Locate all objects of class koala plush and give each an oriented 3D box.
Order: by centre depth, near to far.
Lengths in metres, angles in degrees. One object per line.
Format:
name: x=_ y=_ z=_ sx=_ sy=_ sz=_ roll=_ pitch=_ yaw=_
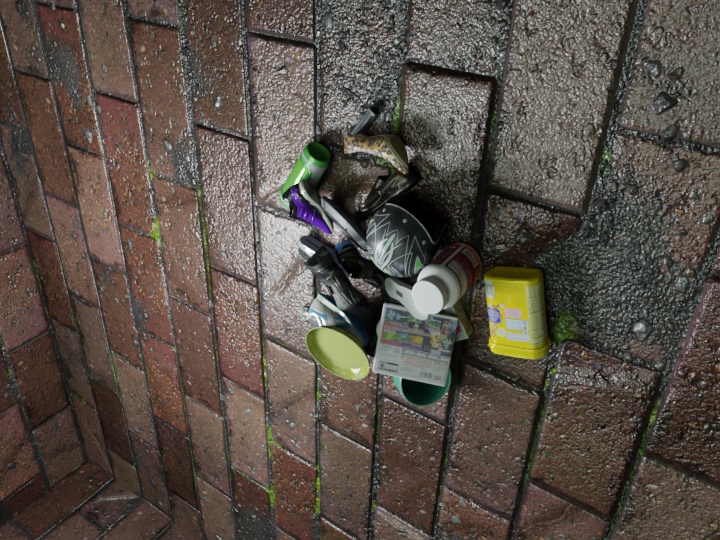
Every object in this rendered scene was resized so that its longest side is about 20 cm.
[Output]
koala plush: x=-0.074 y=0.147 z=1.827 sx=0.198 sy=0.177 sz=0.186 roll=34 pitch=119 yaw=18

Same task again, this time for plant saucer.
plant saucer: x=-0.058 y=0.217 z=1.686 sx=0.197 sy=0.031 sz=0.202 roll=21 pitch=140 yaw=18

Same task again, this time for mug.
mug: x=0.162 y=0.264 z=1.713 sx=0.114 sy=0.149 sz=0.189 roll=-134 pitch=40 yaw=-69

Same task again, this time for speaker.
speaker: x=-0.155 y=-0.256 z=1.709 sx=0.089 sy=0.088 sz=0.200 roll=46 pitch=133 yaw=7

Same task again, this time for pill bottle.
pill bottle: x=0.207 y=0.021 z=1.503 sx=0.111 sy=0.199 sz=0.115 roll=18 pitch=125 yaw=29

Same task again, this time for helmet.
helmet: x=0.105 y=-0.081 z=1.531 sx=0.197 sy=0.190 sz=0.204 roll=19 pitch=125 yaw=28

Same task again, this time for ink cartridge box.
ink cartridge box: x=0.189 y=0.105 z=1.674 sx=0.172 sy=0.043 sz=0.203 roll=-21 pitch=100 yaw=41

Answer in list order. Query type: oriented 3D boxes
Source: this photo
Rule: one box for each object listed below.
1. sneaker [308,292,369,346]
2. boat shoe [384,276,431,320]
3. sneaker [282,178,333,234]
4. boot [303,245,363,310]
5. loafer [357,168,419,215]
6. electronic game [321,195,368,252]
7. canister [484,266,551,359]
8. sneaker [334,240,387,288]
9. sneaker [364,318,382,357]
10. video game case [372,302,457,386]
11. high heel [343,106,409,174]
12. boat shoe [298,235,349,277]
sneaker: x=-0.058 y=0.149 z=1.705 sx=0.199 sy=0.076 sz=0.081 roll=39 pitch=100 yaw=23
boat shoe: x=0.136 y=0.059 z=1.592 sx=0.200 sy=0.063 sz=0.072 roll=40 pitch=140 yaw=52
sneaker: x=-0.148 y=-0.164 z=1.706 sx=0.098 sy=0.070 sz=0.201 roll=-22 pitch=137 yaw=15
boot: x=-0.076 y=0.023 z=1.691 sx=0.159 sy=0.079 sz=0.211 roll=51 pitch=179 yaw=-16
loafer: x=0.063 y=-0.209 z=1.583 sx=0.198 sy=0.073 sz=0.072 roll=-31 pitch=90 yaw=34
electronic game: x=-0.032 y=-0.122 z=1.644 sx=0.042 sy=0.200 sz=0.200 roll=-43 pitch=83 yaw=-1
canister: x=0.376 y=0.099 z=1.496 sx=0.146 sy=0.086 sz=0.204 roll=5 pitch=116 yaw=35
sneaker: x=0.000 y=0.000 z=1.693 sx=0.070 sy=0.084 sz=0.199 roll=-28 pitch=134 yaw=28
sneaker: x=0.045 y=0.193 z=1.730 sx=0.113 sy=0.075 sz=0.202 roll=28 pitch=147 yaw=33
video game case: x=0.142 y=0.193 z=1.619 sx=0.196 sy=0.023 sz=0.186 roll=11 pitch=97 yaw=6
high heel: x=0.038 y=-0.285 z=1.545 sx=0.143 sy=0.071 sz=0.202 roll=-46 pitch=67 yaw=37
boat shoe: x=-0.106 y=-0.026 z=1.821 sx=0.199 sy=0.072 sz=0.072 roll=40 pitch=142 yaw=26
